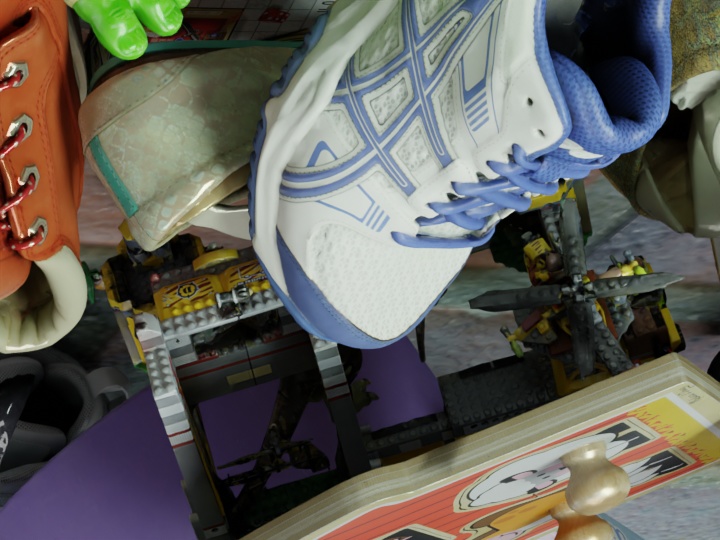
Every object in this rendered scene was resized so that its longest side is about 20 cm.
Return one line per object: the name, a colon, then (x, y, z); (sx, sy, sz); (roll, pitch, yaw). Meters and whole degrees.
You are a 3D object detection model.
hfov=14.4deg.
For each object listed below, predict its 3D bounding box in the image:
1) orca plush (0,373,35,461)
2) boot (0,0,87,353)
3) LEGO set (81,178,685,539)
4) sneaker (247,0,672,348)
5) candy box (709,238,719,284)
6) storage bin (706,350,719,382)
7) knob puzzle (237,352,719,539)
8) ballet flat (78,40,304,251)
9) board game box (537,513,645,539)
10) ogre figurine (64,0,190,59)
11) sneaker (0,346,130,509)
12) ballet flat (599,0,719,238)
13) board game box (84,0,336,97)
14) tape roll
orca plush: (-0.203, 0.006, 0.944); (0.199, 0.071, 0.105); (17, 141, -10)
boot: (-0.111, -0.050, 0.802); (0.075, 0.108, 0.200); (-8, 156, 4)
LEGO set: (0.000, 0.000, 0.915); (0.199, 0.154, 0.116); (-10, 139, 4)
sneaker: (0.033, -0.045, 0.751); (0.075, 0.088, 0.200); (-12, 137, -38)
candy box: (0.233, -0.041, 1.022); (0.116, 0.057, 0.200); (10, 149, -38)
storage bin: (0.259, 0.070, 1.186); (0.199, 0.136, 0.094); (-3, 157, -14)
knob puzzle: (0.027, 0.087, 0.895); (0.219, 0.031, 0.220); (-19, 166, -5)
ballet flat: (0.008, -0.040, 0.856); (0.199, 0.063, 0.067); (-11, 159, -30)
board game box: (0.045, 0.177, 1.124); (0.199, 0.043, 0.200); (-40, 132, 18)
ogre figurine: (-0.081, -0.113, 0.670); (0.199, 0.098, 0.120); (20, 152, -18)
sneaker: (-0.183, 0.074, 1.115); (0.199, 0.075, 0.115); (-8, 157, -16)
ballet flat: (0.118, -0.048, 0.945); (0.070, 0.071, 0.200); (-7, 158, -5)
board game box: (-0.010, -0.100, 0.830); (0.104, 0.024, 0.200); (-3, 157, -19)
tape roll: (-0.049, 0.103, 1.117); (0.200, 0.085, 0.200); (-31, 163, -10)
